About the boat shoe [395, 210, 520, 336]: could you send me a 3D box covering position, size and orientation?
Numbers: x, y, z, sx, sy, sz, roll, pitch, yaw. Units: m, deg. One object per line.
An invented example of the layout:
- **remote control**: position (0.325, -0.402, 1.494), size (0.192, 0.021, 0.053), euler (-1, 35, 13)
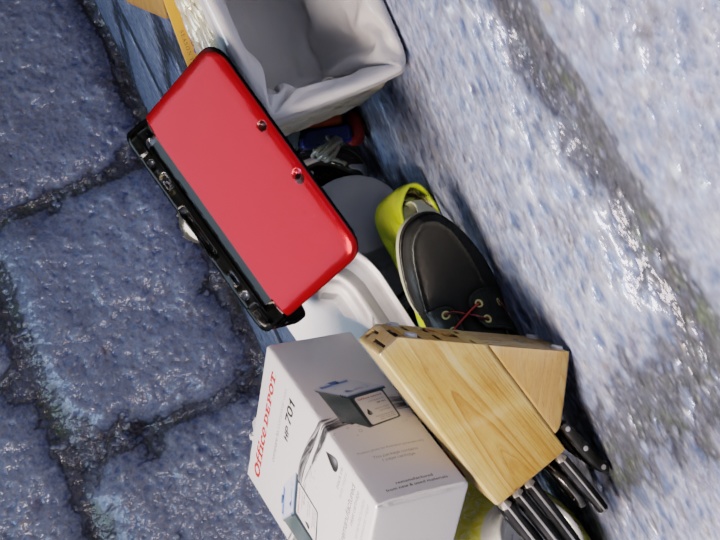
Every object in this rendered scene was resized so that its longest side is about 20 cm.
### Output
- **boat shoe**: position (0.090, 0.045, 1.052), size (0.063, 0.074, 0.201), euler (-151, 37, -78)

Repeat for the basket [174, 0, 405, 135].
- **basket**: position (-0.071, -0.213, 1.077), size (0.200, 0.136, 0.123), euler (65, 161, 5)

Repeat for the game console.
- **game console**: position (-0.084, -0.063, 1.071), size (0.200, 0.119, 0.172), euler (55, -171, 5)

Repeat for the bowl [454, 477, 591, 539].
- **bowl**: position (0.128, 0.247, 1.092), size (0.200, 0.200, 0.108), euler (61, 145, 25)

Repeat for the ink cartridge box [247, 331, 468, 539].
- **ink cartridge box**: position (-0.009, 0.167, 1.050), size (0.200, 0.086, 0.147), euler (48, 138, 45)

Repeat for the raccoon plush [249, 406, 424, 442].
- **raccoon plush**: position (0.001, 0.202, 1.205), size (0.097, 0.200, 0.134), euler (107, 153, -43)

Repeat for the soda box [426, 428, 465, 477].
- **soda box**: position (0.117, 0.190, 1.262), size (0.200, 0.068, 0.064), euler (63, 169, 18)

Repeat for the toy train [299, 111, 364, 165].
- **toy train**: position (-0.043, -0.171, 1.257), size (0.200, 0.085, 0.116), euler (-145, 45, -70)

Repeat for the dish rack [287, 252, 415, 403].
- **dish rack**: position (-0.016, 0.057, 1.189), size (0.200, 0.044, 0.172), euler (2, 129, 58)

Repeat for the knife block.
- **knife block**: position (0.093, 0.136, 0.998), size (0.064, 0.200, 0.176), euler (-156, 72, -74)

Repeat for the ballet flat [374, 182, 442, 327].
- **ballet flat**: position (0.073, 0.010, 1.122), size (0.067, 0.067, 0.200), euler (-51, 58, 46)

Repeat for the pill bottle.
- **pill bottle**: position (0.000, 0.000, 1.281), size (0.120, 0.120, 0.200), euler (60, 168, 30)

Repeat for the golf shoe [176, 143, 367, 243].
- **golf shoe**: position (-0.088, -0.078, 1.305), size (0.094, 0.200, 0.078), euler (-131, 19, -73)

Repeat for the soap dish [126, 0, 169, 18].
- **soap dish**: position (-0.166, -0.344, 1.259), size (0.081, 0.157, 0.200), euler (50, 165, 17)

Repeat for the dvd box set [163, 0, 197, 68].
- **dvd box set**: position (-0.132, -0.198, 1.196), size (0.146, 0.029, 0.200), euler (18, -128, -79)

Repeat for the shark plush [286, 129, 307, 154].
- **shark plush**: position (-0.086, -0.181, 1.185), size (0.091, 0.083, 0.200), euler (-28, 60, 48)
